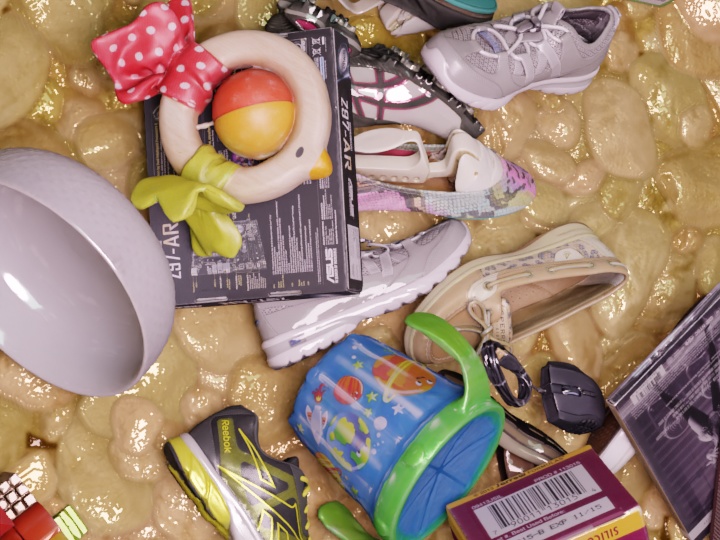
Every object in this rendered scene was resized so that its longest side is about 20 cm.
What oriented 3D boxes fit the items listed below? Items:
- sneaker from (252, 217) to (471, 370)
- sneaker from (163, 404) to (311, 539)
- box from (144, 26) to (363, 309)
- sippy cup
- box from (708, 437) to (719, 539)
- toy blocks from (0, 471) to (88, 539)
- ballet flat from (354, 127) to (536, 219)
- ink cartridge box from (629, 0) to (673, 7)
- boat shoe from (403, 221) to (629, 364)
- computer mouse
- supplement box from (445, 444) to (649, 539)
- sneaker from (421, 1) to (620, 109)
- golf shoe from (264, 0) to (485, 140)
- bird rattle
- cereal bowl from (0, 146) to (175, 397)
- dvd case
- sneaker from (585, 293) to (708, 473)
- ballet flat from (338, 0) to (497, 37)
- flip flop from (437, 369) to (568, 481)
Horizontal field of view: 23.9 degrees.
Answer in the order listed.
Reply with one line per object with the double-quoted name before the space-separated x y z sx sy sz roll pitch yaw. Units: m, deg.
"sneaker" 0.000 0.000 1.350 0.199 0.075 0.083 -29 91 -20
"sneaker" -0.064 0.191 1.309 0.084 0.074 0.201 -39 97 -14
"box" -0.084 -0.076 1.304 0.159 0.043 0.202 -6 85 16
"sippy cup" 0.021 0.122 1.306 0.130 0.140 0.178 36 83 24
"box" 0.352 0.193 1.409 0.099 0.075 0.202 -6 110 -18
"toy blocks" -0.226 0.222 1.223 0.100 0.137 0.201 -37 97 -18
"ballet flat" 0.050 -0.082 1.363 0.198 0.072 0.070 1 46 -9
"ink cartridge box" 0.188 -0.298 1.447 0.198 0.059 0.105 8 82 -17
"boat shoe" 0.126 0.025 1.381 0.199 0.063 0.074 -29 136 -19
"computer mouse" 0.151 0.090 1.353 0.200 0.034 0.059 26 54 -56
"supplement box" 0.160 0.260 1.316 0.130 0.103 0.201 -23 118 -7
"sneaker" 0.129 -0.187 1.366 0.199 0.082 0.075 -16 61 -44
"golf shoe" 0.005 -0.145 1.378 0.199 0.077 0.089 28 100 -14
"bird rattle" -0.102 -0.114 1.259 0.161 0.113 0.202 -12 70 3
"cereal bowl" -0.211 -0.009 1.229 0.200 0.200 0.083 49 52 -8
"dvd case" 0.290 0.118 1.405 0.149 0.016 0.200 -44 129 -12
"sneaker" 0.271 0.112 1.428 0.085 0.073 0.200 46 72 -6
"ballet flat" 0.027 -0.233 1.378 0.199 0.068 0.068 18 41 -45
"flip flop" 0.129 0.157 1.382 0.199 0.081 0.058 36 94 -11
